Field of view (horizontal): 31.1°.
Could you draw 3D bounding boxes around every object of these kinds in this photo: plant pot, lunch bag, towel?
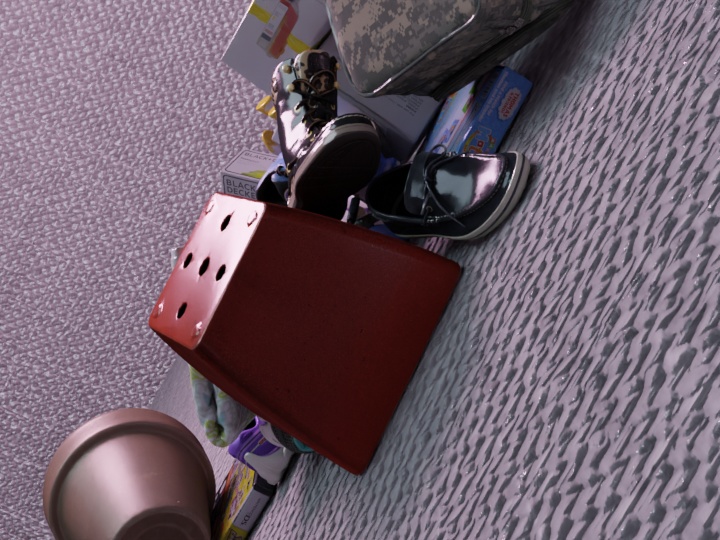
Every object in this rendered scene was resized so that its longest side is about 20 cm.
[{"bbox_3d":[-0.066,0.034,1.136,0.200,0.176,0.200,16,79,62],"label":"plant pot"},{"bbox_3d":[-0.243,0.279,1.444,0.201,0.200,0.175,-61,28,6],"label":"plant pot"},{"bbox_3d":[0.093,-0.246,1.172,0.200,0.167,0.140,-31,75,46],"label":"lunch bag"},{"bbox_3d":[-0.137,0.060,1.301,0.171,0.048,0.201,-38,-60,-76],"label":"towel"}]

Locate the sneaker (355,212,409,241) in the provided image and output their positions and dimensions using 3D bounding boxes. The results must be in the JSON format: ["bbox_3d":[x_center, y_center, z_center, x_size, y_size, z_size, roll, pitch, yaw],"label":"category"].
[{"bbox_3d":[0.000,0.000,1.386,0.076,0.077,0.200,-4,-29,-49],"label":"sneaker"}]

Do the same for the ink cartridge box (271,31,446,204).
[{"bbox_3d":[0.022,-0.204,1.429,0.200,0.144,0.145,-57,0,-33],"label":"ink cartridge box"}]

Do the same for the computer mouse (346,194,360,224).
[{"bbox_3d":[-0.056,-0.046,1.383,0.140,0.046,0.200,-41,8,17],"label":"computer mouse"}]

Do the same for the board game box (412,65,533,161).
[{"bbox_3d":[0.100,-0.132,1.279,0.152,0.036,0.200,-61,11,8],"label":"board game box"}]

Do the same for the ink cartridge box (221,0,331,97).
[{"bbox_3d":[-0.050,-0.299,1.377,0.200,0.083,0.145,-51,4,45],"label":"ink cartridge box"}]

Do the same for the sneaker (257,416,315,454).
[{"bbox_3d":[-0.028,0.095,1.280,0.201,0.077,0.091,-67,23,4],"label":"sneaker"}]

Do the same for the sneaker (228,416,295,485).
[{"bbox_3d":[-0.104,0.150,1.437,0.081,0.083,0.200,-58,10,22],"label":"sneaker"}]

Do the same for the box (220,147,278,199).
[{"bbox_3d":[-0.100,-0.039,1.563,0.060,0.116,0.201,-50,-32,-47],"label":"box"}]

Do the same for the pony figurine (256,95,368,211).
[{"bbox_3d":[-0.022,-0.156,1.627,0.193,0.200,0.167,-22,32,51],"label":"pony figurine"}]

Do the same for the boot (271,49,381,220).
[{"bbox_3d":[-0.038,-0.138,1.218,0.200,0.073,0.151,118,146,-66],"label":"boot"}]

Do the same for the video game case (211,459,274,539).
[{"bbox_3d":[-0.145,0.271,1.497,0.181,0.025,0.200,-60,9,18],"label":"video game case"}]

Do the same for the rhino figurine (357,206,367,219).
[{"bbox_3d":[-0.042,0.025,1.502,0.088,0.060,0.201,83,-153,-64],"label":"rhino figurine"}]

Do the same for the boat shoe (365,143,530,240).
[{"bbox_3d":[0.070,-0.067,1.111,0.200,0.062,0.075,-7,60,59],"label":"boat shoe"}]

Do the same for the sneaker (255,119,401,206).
[{"bbox_3d":[-0.038,-0.097,1.348,0.200,0.079,0.089,-16,25,50],"label":"sneaker"}]
